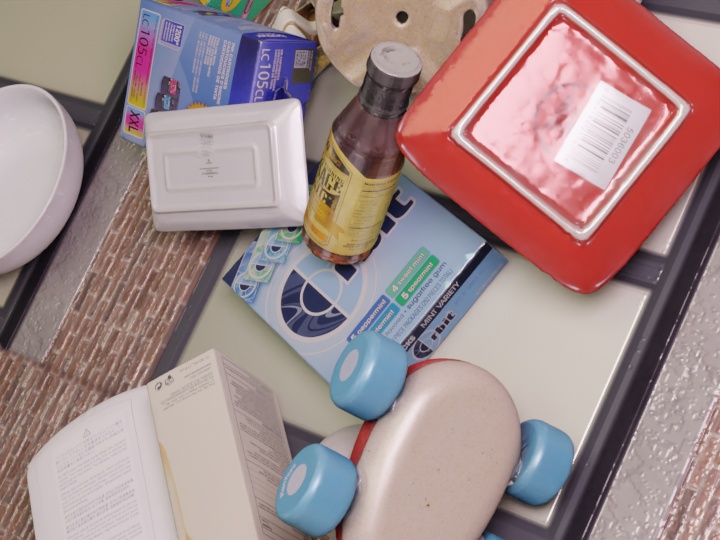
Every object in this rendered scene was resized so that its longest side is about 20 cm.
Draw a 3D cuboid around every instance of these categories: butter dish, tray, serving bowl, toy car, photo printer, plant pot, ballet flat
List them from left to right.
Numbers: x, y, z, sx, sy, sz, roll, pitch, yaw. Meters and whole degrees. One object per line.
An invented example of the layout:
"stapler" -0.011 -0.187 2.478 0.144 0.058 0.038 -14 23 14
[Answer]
"serving bowl" -0.343 -0.078 1.795 0.200 0.066 0.201 -17 58 28
"photo printer" -0.200 0.201 1.547 0.166 0.069 0.200 -31 52 19
"tray" -0.123 -0.088 1.580 0.200 0.022 0.108 -1 95 43
"ballet flat" -0.035 -0.225 1.649 0.200 0.071 0.071 -33 52 18
"toy car" 0.021 0.147 1.383 0.177 0.184 0.200 -65 21 -9
"plant pot" 0.037 -0.231 1.467 0.200 0.201 0.184 -31 21 19
"butter dish" 0.156 -0.111 1.411 0.199 0.148 0.200 39 91 1

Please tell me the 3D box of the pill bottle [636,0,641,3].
"pill bottle" 0.198 -0.295 1.486 0.114 0.114 0.200 2 69 36

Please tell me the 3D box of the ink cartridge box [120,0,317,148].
"ink cartridge box" -0.118 -0.156 1.635 0.200 0.076 0.137 23 110 39

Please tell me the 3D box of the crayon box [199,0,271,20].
"crayon box" -0.090 -0.338 1.751 0.200 0.058 0.119 -44 50 9

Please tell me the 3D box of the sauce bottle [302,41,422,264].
"sauce bottle" 0.003 -0.091 1.423 0.200 0.066 0.066 108 147 -43

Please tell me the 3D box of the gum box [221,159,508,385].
"gum box" 0.000 0.000 1.523 0.170 0.045 0.200 -51 49 2

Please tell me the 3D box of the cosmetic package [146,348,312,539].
"cosmetic package" -0.101 0.175 1.465 0.071 0.105 0.200 -28 52 16
